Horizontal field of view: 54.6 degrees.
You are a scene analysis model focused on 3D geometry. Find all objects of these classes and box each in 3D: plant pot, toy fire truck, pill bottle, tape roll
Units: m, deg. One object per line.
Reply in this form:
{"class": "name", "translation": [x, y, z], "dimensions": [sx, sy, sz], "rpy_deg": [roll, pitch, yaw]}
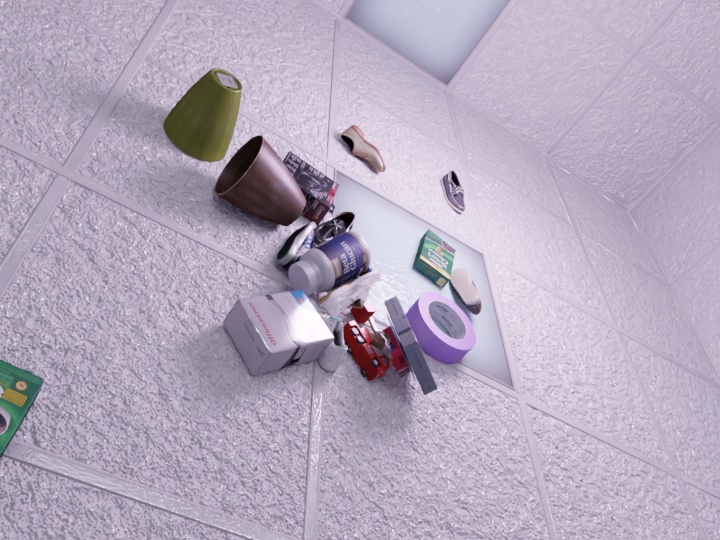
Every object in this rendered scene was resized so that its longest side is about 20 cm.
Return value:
{"class": "plant pot", "translation": [-0.242, -0.211, 1.806], "dimensions": [0.199, 0.186, 0.188], "rpy_deg": [40, 28, -29]}
{"class": "toy fire truck", "translation": [0.018, 0.168, 1.707], "dimensions": [0.140, 0.049, 0.201], "rpy_deg": [-6, 57, -54]}
{"class": "pill bottle", "translation": [-0.077, -0.013, 1.710], "dimensions": [0.199, 0.112, 0.111], "rpy_deg": [-28, 70, -38]}
{"class": "plant pot", "translation": [-0.400, -0.430, 1.861], "dimensions": [0.185, 0.201, 0.189], "rpy_deg": [27, 33, -19]}
{"class": "tape roll", "translation": [0.222, 0.157, 1.923], "dimensions": [0.198, 0.066, 0.202], "rpy_deg": [28, 34, -21]}

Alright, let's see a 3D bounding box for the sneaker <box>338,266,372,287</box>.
{"class": "sneaker", "translation": [0.000, 0.000, 1.862], "dimensions": [0.076, 0.085, 0.201], "rpy_deg": [30, 32, -15]}

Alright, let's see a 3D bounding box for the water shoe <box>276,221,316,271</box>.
{"class": "water shoe", "translation": [-0.154, -0.052, 1.798], "dimensions": [0.079, 0.071, 0.201], "rpy_deg": [55, 33, -16]}

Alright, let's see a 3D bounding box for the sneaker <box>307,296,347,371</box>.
{"class": "sneaker", "translation": [-0.080, 0.127, 1.616], "dimensions": [0.074, 0.089, 0.202], "rpy_deg": [2, 47, -43]}

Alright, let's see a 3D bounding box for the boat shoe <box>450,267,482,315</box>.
{"class": "boat shoe", "translation": [0.329, 0.061, 2.158], "dimensions": [0.201, 0.071, 0.060], "rpy_deg": [-109, 179, -58]}

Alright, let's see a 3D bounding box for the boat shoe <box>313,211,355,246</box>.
{"class": "boat shoe", "translation": [-0.079, -0.118, 1.944], "dimensions": [0.072, 0.068, 0.199], "rpy_deg": [46, 33, 8]}

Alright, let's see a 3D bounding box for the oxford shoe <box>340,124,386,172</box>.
{"class": "oxford shoe", "translation": [0.007, -0.409, 2.416], "dimensions": [0.074, 0.071, 0.200], "rpy_deg": [-35, 78, -30]}

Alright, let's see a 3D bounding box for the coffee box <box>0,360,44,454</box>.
{"class": "coffee box", "translation": [-0.564, 0.216, 1.019], "dimensions": [0.122, 0.044, 0.201], "rpy_deg": [29, 33, -17]}

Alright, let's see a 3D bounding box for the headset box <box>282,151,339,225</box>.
{"class": "headset box", "translation": [-0.155, -0.231, 1.993], "dimensions": [0.198, 0.077, 0.150], "rpy_deg": [34, 33, -12]}

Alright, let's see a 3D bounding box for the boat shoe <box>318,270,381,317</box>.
{"class": "boat shoe", "translation": [-0.014, 0.061, 1.710], "dimensions": [0.199, 0.071, 0.070], "rpy_deg": [-29, 87, -38]}

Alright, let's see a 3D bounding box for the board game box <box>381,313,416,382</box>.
{"class": "board game box", "translation": [0.082, 0.191, 1.696], "dimensions": [0.200, 0.038, 0.160], "rpy_deg": [-101, 166, -84]}

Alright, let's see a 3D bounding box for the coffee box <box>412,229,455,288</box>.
{"class": "coffee box", "translation": [0.236, -0.040, 2.200], "dimensions": [0.122, 0.044, 0.201], "rpy_deg": [36, 32, -7]}

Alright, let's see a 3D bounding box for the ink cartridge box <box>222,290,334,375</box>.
{"class": "ink cartridge box", "translation": [-0.177, 0.130, 1.512], "dimensions": [0.198, 0.084, 0.145], "rpy_deg": [-6, 53, -51]}

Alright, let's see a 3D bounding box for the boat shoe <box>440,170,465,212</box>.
{"class": "boat shoe", "translation": [0.358, -0.301, 2.636], "dimensions": [0.072, 0.063, 0.202], "rpy_deg": [18, 38, -31]}

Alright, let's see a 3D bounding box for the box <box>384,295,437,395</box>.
{"class": "box", "translation": [0.120, 0.179, 1.694], "dimensions": [0.201, 0.041, 0.157], "rpy_deg": [-113, 179, -59]}
